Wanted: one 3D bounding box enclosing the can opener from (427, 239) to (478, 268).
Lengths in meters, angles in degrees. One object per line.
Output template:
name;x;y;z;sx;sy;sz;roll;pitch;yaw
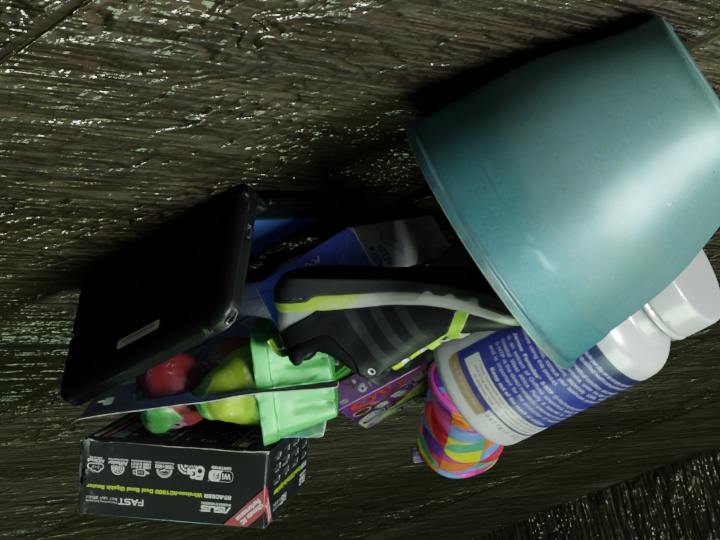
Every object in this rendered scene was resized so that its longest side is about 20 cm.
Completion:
can opener;0.112;-0.015;1.540;0.200;0.067;0.053;-33;177;-36

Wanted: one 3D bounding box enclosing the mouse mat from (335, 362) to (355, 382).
mouse mat;0.049;0.051;1.656;0.200;0.008;0.161;-31;162;16

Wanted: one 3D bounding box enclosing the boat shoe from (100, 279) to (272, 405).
boat shoe;-0.144;0.049;1.594;0.199;0.062;0.072;-25;133;17

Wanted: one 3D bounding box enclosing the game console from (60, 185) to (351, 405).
game console;-0.118;0.022;1.459;0.116;0.176;0.200;33;136;-32

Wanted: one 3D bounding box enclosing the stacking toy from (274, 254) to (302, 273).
stacking toy;-0.081;0.060;1.649;0.146;0.146;0.200;-4;147;-36

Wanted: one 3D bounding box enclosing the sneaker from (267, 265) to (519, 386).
sneaker;0.029;0.042;1.376;0.199;0.083;0.072;3;-168;21

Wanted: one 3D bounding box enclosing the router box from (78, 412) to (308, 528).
router box;-0.131;0.157;1.538;0.149;0.062;0.200;4;-176;8

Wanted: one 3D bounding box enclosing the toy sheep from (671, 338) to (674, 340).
toy sheep;0.235;0.025;1.773;0.138;0.138;0.200;-1;150;-43

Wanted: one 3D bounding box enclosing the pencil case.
pencil case;0.093;0.123;1.689;0.088;0.089;0.200;-13;160;-9

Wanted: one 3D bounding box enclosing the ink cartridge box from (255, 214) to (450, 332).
ink cartridge box;0.000;0.000;1.514;0.094;0.044;0.200;-32;174;20

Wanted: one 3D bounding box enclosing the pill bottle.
pill bottle;0.165;0.041;1.432;0.200;0.120;0.120;-29;160;28

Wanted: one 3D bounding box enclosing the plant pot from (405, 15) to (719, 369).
plant pot;0.162;-0.068;1.285;0.188;0.200;0.200;-34;161;10

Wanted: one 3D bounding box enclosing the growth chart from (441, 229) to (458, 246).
growth chart;0.020;0.006;1.716;0.144;0.018;0.200;-11;165;-16

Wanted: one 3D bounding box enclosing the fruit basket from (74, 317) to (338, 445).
fruit basket;-0.114;0.098;1.491;0.199;0.094;0.185;-14;-176;0

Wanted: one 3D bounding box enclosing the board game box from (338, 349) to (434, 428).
board game box;0.075;0.080;1.724;0.199;0.032;0.120;-28;159;6
